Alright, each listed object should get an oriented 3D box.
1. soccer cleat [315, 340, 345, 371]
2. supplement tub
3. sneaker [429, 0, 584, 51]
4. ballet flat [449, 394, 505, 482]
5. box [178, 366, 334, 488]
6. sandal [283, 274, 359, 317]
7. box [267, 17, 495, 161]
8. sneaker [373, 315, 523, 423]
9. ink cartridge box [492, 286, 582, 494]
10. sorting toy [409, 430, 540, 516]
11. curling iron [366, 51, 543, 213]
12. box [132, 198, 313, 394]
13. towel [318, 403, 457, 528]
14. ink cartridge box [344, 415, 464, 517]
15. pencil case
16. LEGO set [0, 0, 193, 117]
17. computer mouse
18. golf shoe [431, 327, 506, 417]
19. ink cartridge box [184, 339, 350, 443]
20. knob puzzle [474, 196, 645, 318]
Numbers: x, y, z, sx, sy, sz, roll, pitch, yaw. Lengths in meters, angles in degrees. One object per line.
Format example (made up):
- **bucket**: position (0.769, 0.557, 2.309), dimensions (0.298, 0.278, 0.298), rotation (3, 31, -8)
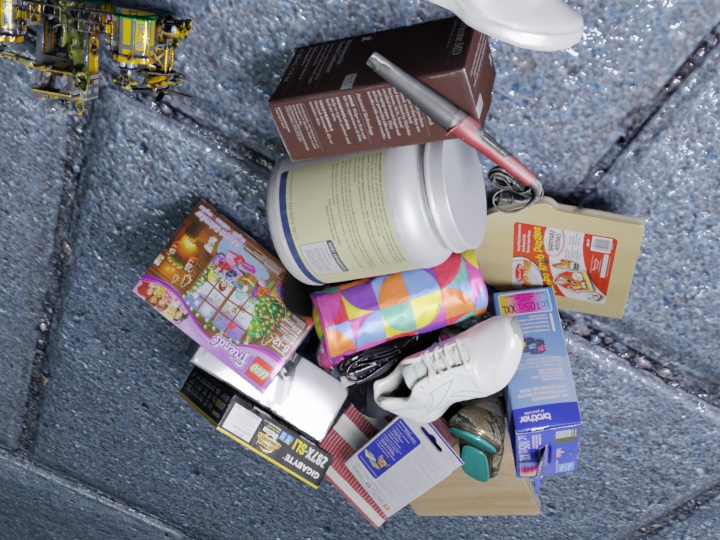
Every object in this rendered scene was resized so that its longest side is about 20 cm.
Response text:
- **soccer cleat**: position (-0.015, 0.051, 1.051), dimensions (0.086, 0.070, 0.200), rotation (45, 135, 2)
- **supplement tub**: position (0.018, -0.069, 0.850), dimensions (0.196, 0.147, 0.146), rotation (-9, 131, 27)
- **sneaker**: position (0.107, -0.256, 0.692), dimensions (0.196, 0.076, 0.090), rotation (24, 125, -2)
- **ballet flat**: position (0.143, 0.186, 0.968), dimensions (0.067, 0.076, 0.201), rotation (22, 158, 21)
- **box**: position (-0.139, 0.198, 1.068), dimensions (0.158, 0.050, 0.199), rotation (35, 169, -24)
- **sandal**: position (0.000, 0.000, 0.951), dimensions (0.196, 0.077, 0.045), rotation (-16, 172, 8)
- **box**: position (0.021, -0.170, 0.781), dimensions (0.196, 0.101, 0.076), rotation (-4, 132, 22)
- **sneaker**: position (0.093, 0.111, 0.895), dimensions (0.079, 0.072, 0.200), rotation (14, 139, -39)
- **ink cartridge box**: position (0.198, 0.141, 0.929), dimensions (0.074, 0.204, 0.137), rotation (-9, 145, 6)
- **sorting toy**: position (0.142, 0.269, 1.197), dimensions (0.196, 0.070, 0.201), rotation (-9, 130, 27)
- **curling iron**: position (0.082, -0.118, 0.718), dimensions (0.199, 0.026, 0.049), rotation (39, 130, -16)
- **box**: position (-0.153, 0.031, 0.995), dimensions (0.199, 0.138, 0.039), rotation (37, 173, -2)
- **towel**: position (0.030, 0.244, 1.141), dimensions (0.144, 0.023, 0.201), rotation (43, 116, 12)
- **ink cartridge box**: position (0.058, 0.240, 1.060), dimensions (0.095, 0.037, 0.200), rotation (49, 139, 8)
- **pencil case**: position (0.045, 0.036, 0.900), dimensions (0.196, 0.089, 0.090), rotation (-15, 134, -7)
- **LEGO set**: position (-0.268, -0.201, 0.815), dimensions (0.195, 0.154, 0.119), rotation (7, 110, -3)
- **computer mouse**: position (0.034, 0.137, 1.005), dimensions (0.136, 0.053, 0.201), rotation (-23, 158, -16)
- **golf shoe**: position (0.143, 0.136, 1.048), dimensions (0.196, 0.093, 0.073), rotation (19, 140, 4)
- **ink cartridge box**: position (-0.126, 0.132, 1.097), dimensions (0.198, 0.085, 0.145), rotation (35, 169, -12)
- **knob puzzle**: position (0.199, -0.022, 0.907), dimensions (0.215, 0.031, 0.221), rotation (15, 150, 9)
